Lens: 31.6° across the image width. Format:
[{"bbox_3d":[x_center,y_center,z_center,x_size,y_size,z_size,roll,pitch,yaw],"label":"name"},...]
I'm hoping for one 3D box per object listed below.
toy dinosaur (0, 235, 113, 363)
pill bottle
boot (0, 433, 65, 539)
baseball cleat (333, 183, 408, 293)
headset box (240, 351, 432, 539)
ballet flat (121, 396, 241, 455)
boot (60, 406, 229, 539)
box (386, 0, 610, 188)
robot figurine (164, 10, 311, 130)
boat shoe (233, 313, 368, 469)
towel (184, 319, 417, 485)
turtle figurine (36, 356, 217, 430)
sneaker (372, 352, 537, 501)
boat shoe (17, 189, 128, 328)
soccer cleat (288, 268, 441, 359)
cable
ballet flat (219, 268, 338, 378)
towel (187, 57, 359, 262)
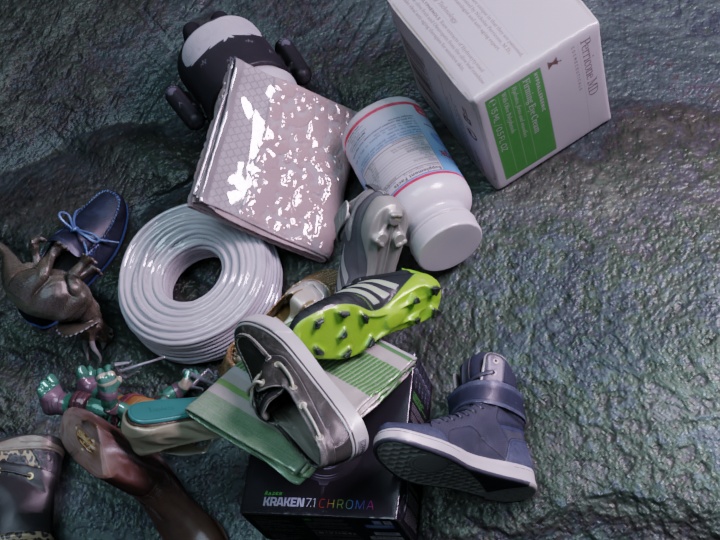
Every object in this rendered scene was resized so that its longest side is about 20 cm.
[{"bbox_3d":[-0.375,0.019,1.526,0.200,0.077,0.102,30,75,-9],"label":"toy dinosaur"},{"bbox_3d":[0.063,-0.100,1.492,0.109,0.109,0.200,-28,58,1],"label":"pill bottle"},{"bbox_3d":[-0.435,0.277,1.465,0.199,0.073,0.151,-11,59,5],"label":"boot"},{"bbox_3d":[0.000,0.000,1.454,0.106,0.070,0.201,44,119,52],"label":"baseball cleat"},{"bbox_3d":[-0.020,0.183,1.372,0.174,0.093,0.201,0,61,17],"label":"headset box"},{"bbox_3d":[-0.148,0.158,1.330,0.199,0.070,0.070,-6,59,-9],"label":"ballet flat"},{"bbox_3d":[-0.227,0.237,1.342,0.064,0.200,0.186,-42,58,-7],"label":"boot"},{"bbox_3d":[0.164,-0.248,1.488,0.171,0.199,0.200,-33,59,-3],"label":"box"},{"bbox_3d":[-0.158,-0.243,1.633,0.150,0.125,0.200,-47,56,17],"label":"robot figurine"},{"bbox_3d":[-0.074,0.114,1.238,0.064,0.071,0.200,-18,45,-35],"label":"boat shoe"},{"bbox_3d":[-0.056,0.121,1.307,0.152,0.023,0.200,27,49,27],"label":"towel"},{"bbox_3d":[-0.260,0.148,1.452,0.199,0.150,0.101,3,81,28],"label":"turtle figurine"},{"bbox_3d":[0.093,0.147,1.313,0.077,0.202,0.147,-31,49,42],"label":"sneaker"},{"bbox_3d":[-0.359,-0.020,1.602,0.084,0.069,0.200,16,68,24],"label":"boat shoe"},{"bbox_3d":[-0.003,0.043,1.337,0.200,0.068,0.081,-16,28,-37],"label":"soccer cleat"},{"bbox_3d":[-0.193,0.012,1.533,0.199,0.069,0.201,-3,61,16],"label":"cable"},{"bbox_3d":[-0.082,0.062,1.453,0.070,0.065,0.200,36,66,14],"label":"ballet flat"},{"bbox_3d":[-0.096,-0.133,1.524,0.032,0.191,0.201,-18,55,57],"label":"towel"}]
